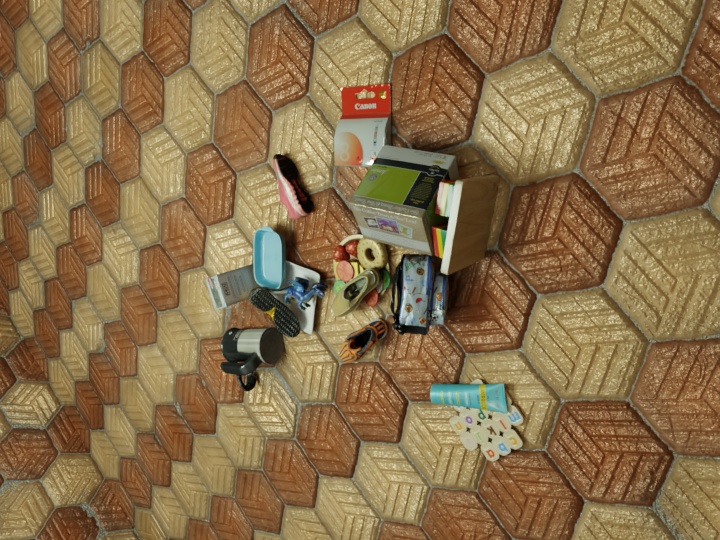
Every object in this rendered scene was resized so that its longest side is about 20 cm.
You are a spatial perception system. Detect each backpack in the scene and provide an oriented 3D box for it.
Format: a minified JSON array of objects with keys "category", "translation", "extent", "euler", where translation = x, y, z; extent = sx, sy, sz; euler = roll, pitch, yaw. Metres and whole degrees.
[{"category":"backpack","translation":[0.147,0.053,1.300],"extent":[0.150,0.200,0.196],"euler":[-3,94,3]}]

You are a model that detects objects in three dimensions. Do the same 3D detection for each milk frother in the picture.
[{"category":"milk frother","translation":[-0.348,0.299,1.744],"extent":[0.185,0.183,0.200],"euler":[-4,143,35]}]

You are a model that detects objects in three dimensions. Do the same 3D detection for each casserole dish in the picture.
[{"category":"casserole dish","translation":[-0.277,-0.037,1.613],"extent":[0.119,0.039,0.205],"euler":[13,107,33]}]

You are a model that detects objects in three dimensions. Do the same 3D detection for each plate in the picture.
[{"category":"plate","translation":[-0.208,0.070,1.634],"extent":[0.197,0.032,0.204],"euler":[21,114,28]}]

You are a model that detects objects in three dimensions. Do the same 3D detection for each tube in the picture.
[{"category":"tube","translation":[0.279,0.325,1.350],"extent":[0.196,0.050,0.079],"euler":[-4,105,31]}]

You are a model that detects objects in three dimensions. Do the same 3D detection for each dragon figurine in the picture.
[{"category":"dragon figurine","translation":[-0.188,0.053,1.556],"extent":[0.197,0.059,0.102],"euler":[22,110,20]}]

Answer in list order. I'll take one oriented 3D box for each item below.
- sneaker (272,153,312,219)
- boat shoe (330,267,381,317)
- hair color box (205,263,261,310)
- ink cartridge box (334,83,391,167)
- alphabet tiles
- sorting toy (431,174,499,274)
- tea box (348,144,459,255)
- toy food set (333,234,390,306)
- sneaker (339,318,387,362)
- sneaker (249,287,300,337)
[{"category":"sneaker","translation":[-0.220,-0.242,1.537],"extent":[0.086,0.073,0.204],"euler":[-27,87,37]},{"category":"boat shoe","translation":[-0.029,0.065,1.425],"extent":[0.072,0.076,0.200],"euler":[49,124,12]},{"category":"hair color box","translation":[-0.381,0.045,1.642],"extent":[0.060,0.199,0.101],"euler":[-16,94,35]},{"category":"ink cartridge box","translation":[0.004,-0.376,1.365],"extent":[0.159,0.050,0.205],"euler":[8,110,32]},{"category":"alphabet tiles","translation":[0.326,0.390,1.363],"extent":[0.200,0.014,0.197],"euler":[-43,74,34]},{"category":"sorting toy","translation":[0.230,-0.114,1.187],"extent":[0.069,0.198,0.203],"euler":[19,112,32]},{"category":"tea box","translation":[0.111,-0.170,1.235],"extent":[0.197,0.199,0.135],"euler":[17,151,30]},{"category":"toy food set","translation":[0.000,0.000,1.464],"extent":[0.196,0.048,0.203],"euler":[1,103,34]},{"category":"sneaker","translation":[-0.017,0.210,1.491],"extent":[0.078,0.111,0.200],"euler":[51,124,12]},{"category":"sneaker","translation":[-0.262,0.123,1.626],"extent":[0.070,0.090,0.200],"euler":[-45,103,0]}]
